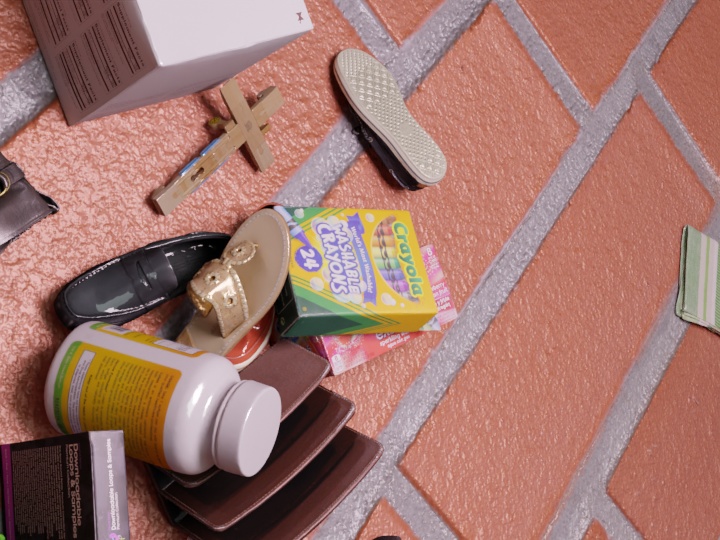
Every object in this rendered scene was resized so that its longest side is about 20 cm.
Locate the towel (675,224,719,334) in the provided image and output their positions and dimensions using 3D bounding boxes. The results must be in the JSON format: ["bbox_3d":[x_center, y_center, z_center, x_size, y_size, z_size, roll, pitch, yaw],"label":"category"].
[{"bbox_3d":[0.574,0.034,1.740,0.199,0.023,0.154,24,66,-31],"label":"towel"}]

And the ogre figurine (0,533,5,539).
[{"bbox_3d":[-0.336,0.283,0.912,0.098,0.119,0.201,-36,104,-41],"label":"ogre figurine"}]

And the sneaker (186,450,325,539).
[{"bbox_3d":[-0.098,0.262,1.135,0.200,0.078,0.078,-38,127,-29],"label":"sneaker"}]

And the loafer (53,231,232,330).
[{"bbox_3d":[-0.212,0.004,1.096,0.200,0.070,0.068,-23,79,-39],"label":"loafer"}]

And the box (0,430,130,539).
[{"bbox_3d":[-0.256,0.215,0.937,0.036,0.199,0.144,0,80,-38],"label":"box"}]

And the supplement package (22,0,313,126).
[{"bbox_3d":[-0.194,-0.259,1.090,0.190,0.199,0.148,-24,95,-39],"label":"supplement package"}]

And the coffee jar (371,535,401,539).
[{"bbox_3d":[-0.009,0.378,1.168,0.200,0.085,0.105,-36,99,-36],"label":"coffee jar"}]

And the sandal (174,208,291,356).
[{"bbox_3d":[-0.143,0.034,1.077,0.213,0.077,0.069,-58,157,13],"label":"sandal"}]

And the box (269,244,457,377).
[{"bbox_3d":[0.000,0.048,1.238,0.199,0.099,0.096,-22,94,-38],"label":"box"}]

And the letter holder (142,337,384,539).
[{"bbox_3d":[-0.089,0.182,1.085,0.200,0.141,0.101,-39,133,-32],"label":"letter holder"}]

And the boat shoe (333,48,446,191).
[{"bbox_3d":[0.028,-0.180,1.337,0.074,0.062,0.201,-34,86,-32],"label":"boat shoe"}]

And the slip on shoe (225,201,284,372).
[{"bbox_3d":[-0.118,0.014,1.162,0.073,0.061,0.201,15,64,10],"label":"slip on shoe"}]

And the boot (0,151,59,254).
[{"bbox_3d":[-0.385,-0.077,0.985,0.200,0.069,0.175,-36,102,-39],"label":"boot"}]

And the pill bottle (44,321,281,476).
[{"bbox_3d":[-0.178,0.122,1.006,0.111,0.198,0.112,13,90,-70],"label":"pill bottle"}]

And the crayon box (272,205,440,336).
[{"bbox_3d":[0.000,0.000,1.155,0.198,0.052,0.127,0,62,-32],"label":"crayon box"}]

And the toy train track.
[{"bbox_3d":[-0.159,-0.134,1.196,0.200,0.032,0.115,-49,133,-28],"label":"toy train track"}]
